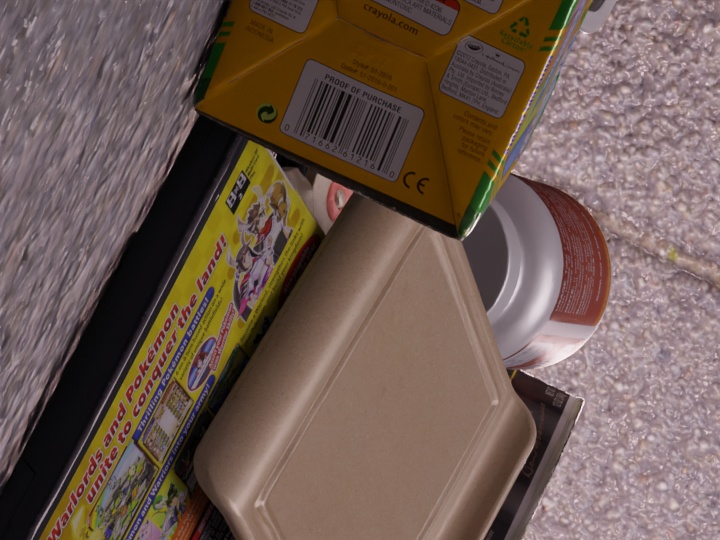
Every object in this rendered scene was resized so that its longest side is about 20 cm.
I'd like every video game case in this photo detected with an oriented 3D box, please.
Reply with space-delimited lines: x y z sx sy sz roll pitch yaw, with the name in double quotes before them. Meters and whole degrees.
"video game case" -0.066 0.063 1.150 0.201 0.025 0.181 -63 150 -19

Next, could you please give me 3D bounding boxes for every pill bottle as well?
"pill bottle" 0.068 -0.002 1.561 0.113 0.112 0.200 -65 163 4

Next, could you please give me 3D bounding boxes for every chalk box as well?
"chalk box" 0.029 -0.114 1.142 0.200 0.124 0.124 -56 170 -70

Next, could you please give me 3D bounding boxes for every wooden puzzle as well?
"wooden puzzle" 0.003 0.075 1.224 0.185 0.037 0.200 -59 143 -28

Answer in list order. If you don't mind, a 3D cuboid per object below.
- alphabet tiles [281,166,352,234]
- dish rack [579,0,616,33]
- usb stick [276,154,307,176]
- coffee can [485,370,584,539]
"alphabet tiles" -0.037 0.052 1.242 0.199 0.015 0.197 -18 112 -48
"dish rack" 0.101 -0.239 1.389 0.172 0.043 0.201 -61 144 -36
"usb stick" -0.031 -0.039 1.450 0.200 0.032 0.056 106 7 -64
"coffee can" 0.016 0.101 1.693 0.146 0.199 0.147 25 90 -86
